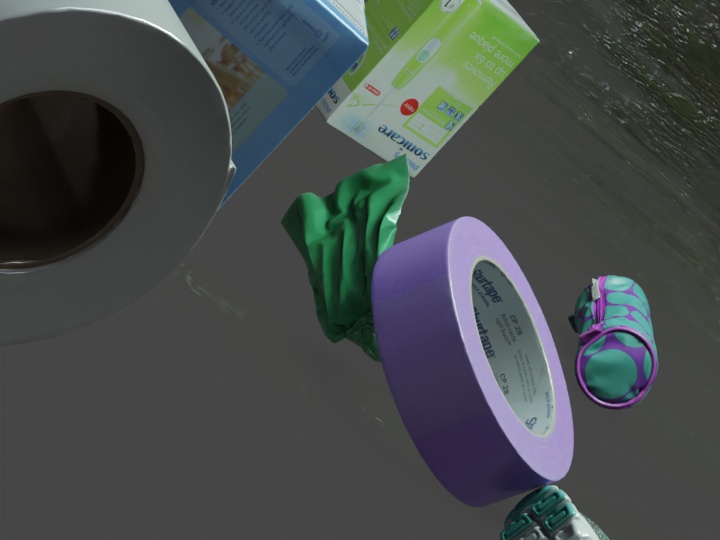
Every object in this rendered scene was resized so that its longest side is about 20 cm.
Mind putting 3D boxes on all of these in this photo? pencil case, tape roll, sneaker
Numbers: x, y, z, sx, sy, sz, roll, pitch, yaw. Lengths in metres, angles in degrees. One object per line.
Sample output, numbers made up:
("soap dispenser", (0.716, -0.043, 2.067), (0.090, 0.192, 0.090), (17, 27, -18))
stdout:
("pencil case", (0.256, 0.069, 1.875), (0.093, 0.085, 0.200), (58, 13, -10))
("tape roll", (0.083, 0.065, 1.335), (0.200, 0.065, 0.201), (51, 28, -40))
("tape roll", (-0.180, -0.082, 0.927), (0.202, 0.203, 0.139), (28, 21, -45))
("sneaker", (0.169, 0.231, 1.251), (0.091, 0.078, 0.200), (38, 17, -35))

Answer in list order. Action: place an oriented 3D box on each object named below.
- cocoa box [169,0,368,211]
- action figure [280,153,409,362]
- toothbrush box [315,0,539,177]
("cocoa box", (-0.106, -0.144, 1.283), (0.133, 0.200, 0.131), (40, 16, -17))
("action figure", (0.000, 0.000, 1.404), (0.055, 0.118, 0.201), (48, 19, -32))
("toothbrush box", (0.060, -0.217, 1.908), (0.145, 0.200, 0.086), (30, 21, -42))
